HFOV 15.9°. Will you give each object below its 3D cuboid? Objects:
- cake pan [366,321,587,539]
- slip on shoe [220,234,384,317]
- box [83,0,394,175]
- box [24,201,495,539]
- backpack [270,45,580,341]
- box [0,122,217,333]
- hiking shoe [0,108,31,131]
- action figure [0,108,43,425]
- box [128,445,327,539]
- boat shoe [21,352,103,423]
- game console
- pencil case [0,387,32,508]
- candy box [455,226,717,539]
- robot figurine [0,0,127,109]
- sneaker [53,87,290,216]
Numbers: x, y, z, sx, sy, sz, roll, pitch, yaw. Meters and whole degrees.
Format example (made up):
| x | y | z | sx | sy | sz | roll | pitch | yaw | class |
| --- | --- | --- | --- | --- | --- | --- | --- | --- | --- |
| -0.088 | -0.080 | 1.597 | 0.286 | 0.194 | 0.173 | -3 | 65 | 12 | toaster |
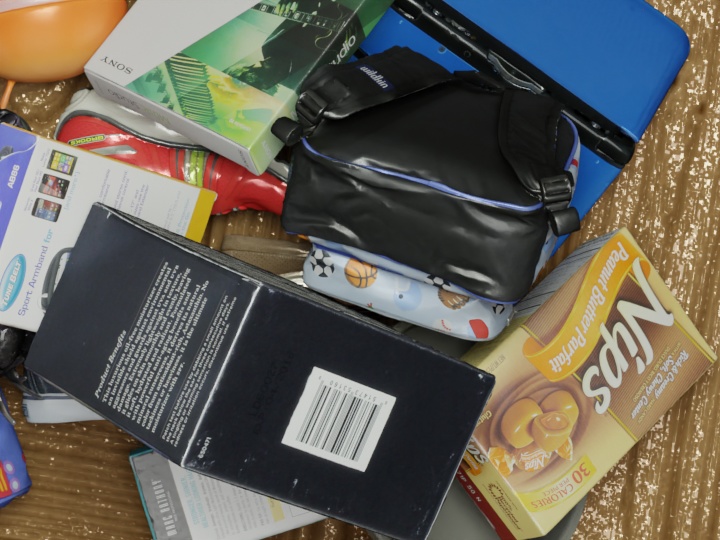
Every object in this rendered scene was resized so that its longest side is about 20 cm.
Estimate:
| x | y | z | sx | sy | sz | roll | pitch | yaw | class |
| --- | --- | --- | --- | --- | --- | --- | --- | --- | --- |
| 0.068 | 0.120 | 1.736 | 0.200 | 0.037 | 0.201 | 6 | 80 | -32 | cake pan |
| 0.000 | 0.000 | 1.758 | 0.200 | 0.076 | 0.061 | -5 | 79 | 1 | slip on shoe |
| -0.066 | -0.171 | 1.677 | 0.144 | 0.036 | 0.200 | 27 | 72 | 28 | box |
| -0.064 | 0.064 | 1.580 | 0.200 | 0.198 | 0.123 | 23 | 92 | -38 | box |
| 0.054 | -0.053 | 1.664 | 0.200 | 0.191 | 0.154 | 22 | 123 | 9 | backpack |
| -0.183 | -0.018 | 1.623 | 0.041 | 0.200 | 0.119 | 20 | 91 | 39 | box |
| -0.316 | -0.103 | 1.709 | 0.200 | 0.101 | 0.076 | 9 | 88 | -6 | hiking shoe |
| -0.249 | -0.003 | 1.659 | 0.102 | 0.119 | 0.200 | 16 | 122 | 28 | action figure |
| -0.052 | 0.134 | 1.761 | 0.200 | 0.049 | 0.082 | -17 | 92 | -5 | box |
| -0.132 | 0.053 | 1.740 | 0.200 | 0.071 | 0.091 | -3 | 92 | -1 | boat shoe |
| 0.099 | -0.135 | 1.788 | 0.200 | 0.118 | 0.171 | 35 | 119 | -4 | game console |
| -0.288 | 0.075 | 1.725 | 0.087 | 0.078 | 0.200 | -19 | 91 | -21 | pencil case |
| 0.138 | 0.076 | 1.730 | 0.200 | 0.055 | 0.115 | -42 | 101 | -31 | candy box |
| -0.220 | -0.212 | 1.711 | 0.144 | 0.117 | 0.200 | -11 | 91 | -38 | robot figurine |
| -0.114 | -0.056 | 1.744 | 0.200 | 0.077 | 0.085 | 19 | 86 | 6 | sneaker |
